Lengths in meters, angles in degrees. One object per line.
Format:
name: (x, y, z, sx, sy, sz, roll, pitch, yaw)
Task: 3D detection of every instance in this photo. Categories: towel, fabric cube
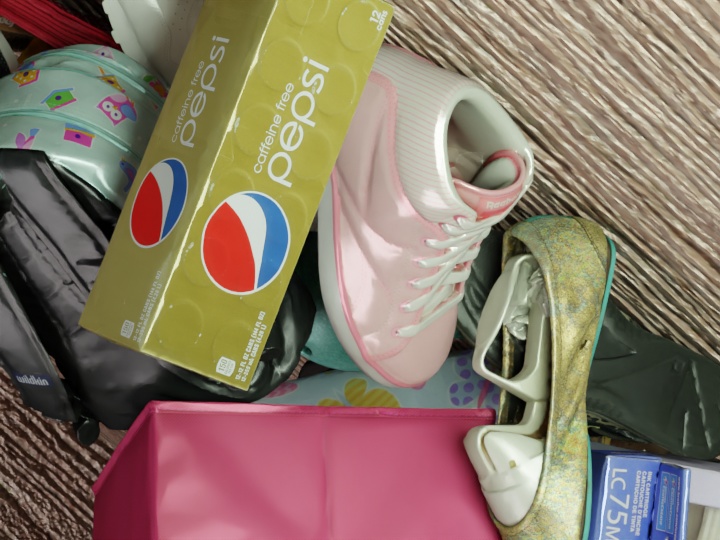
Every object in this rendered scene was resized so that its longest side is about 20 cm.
towel: (-0.142, -0.126, 1.456, 0.144, 0.023, 0.200, 32, -175, 22)
fabric cube: (-0.036, 0.193, 1.383, 0.199, 0.200, 0.196, 2, 160, -14)

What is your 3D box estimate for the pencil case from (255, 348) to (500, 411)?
pencil case: (0.008, 0.100, 1.577, 0.199, 0.083, 0.091, -12, 160, 11)

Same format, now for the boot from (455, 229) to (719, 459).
boot: (0.103, 0.045, 1.447, 0.203, 0.074, 0.154, 30, 169, -18)

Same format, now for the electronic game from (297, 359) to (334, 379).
electronic game: (0.051, 0.105, 1.710, 0.199, 0.042, 0.200, 17, -161, -6)

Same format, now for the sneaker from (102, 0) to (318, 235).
sneaker: (-0.059, -0.105, 1.363, 0.080, 0.077, 0.200, -20, 121, 37)

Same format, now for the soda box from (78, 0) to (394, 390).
soda box: (-0.060, -0.051, 1.216, 0.068, 0.201, 0.064, 23, 177, -36)

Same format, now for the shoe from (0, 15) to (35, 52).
shoe: (-0.230, -0.169, 1.608, 0.070, 0.054, 0.200, 4, 179, -14)

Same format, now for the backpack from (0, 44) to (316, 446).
backpack: (-0.134, -0.017, 1.340, 0.166, 0.127, 0.200, -20, 124, 32)

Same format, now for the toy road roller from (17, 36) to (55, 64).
toy road roller: (-0.188, -0.081, 1.541, 0.123, 0.146, 0.200, 38, -152, -8)

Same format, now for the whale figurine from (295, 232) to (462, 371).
whale figurine: (0.000, 0.000, 1.495, 0.159, 0.104, 0.200, 37, 165, -6)

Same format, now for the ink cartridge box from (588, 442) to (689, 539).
ink cartridge box: (0.111, 0.153, 1.376, 0.042, 0.120, 0.200, 6, 180, -25)

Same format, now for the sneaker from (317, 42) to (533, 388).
sneaker: (0.037, -0.017, 1.279, 0.104, 0.075, 0.201, 16, 128, 37)

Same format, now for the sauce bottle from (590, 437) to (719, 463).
sauce bottle: (0.158, 0.108, 1.590, 0.200, 0.065, 0.065, 21, 162, 44)

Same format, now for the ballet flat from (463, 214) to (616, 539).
ballet flat: (0.086, 0.069, 1.308, 0.070, 0.201, 0.071, 7, 176, 1)

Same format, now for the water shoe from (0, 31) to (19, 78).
water shoe: (-0.222, -0.073, 1.404, 0.201, 0.071, 0.079, 64, -155, 3)

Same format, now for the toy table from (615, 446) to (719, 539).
toy table: (0.208, 0.169, 1.414, 0.199, 0.118, 0.184, 10, 179, 36)
